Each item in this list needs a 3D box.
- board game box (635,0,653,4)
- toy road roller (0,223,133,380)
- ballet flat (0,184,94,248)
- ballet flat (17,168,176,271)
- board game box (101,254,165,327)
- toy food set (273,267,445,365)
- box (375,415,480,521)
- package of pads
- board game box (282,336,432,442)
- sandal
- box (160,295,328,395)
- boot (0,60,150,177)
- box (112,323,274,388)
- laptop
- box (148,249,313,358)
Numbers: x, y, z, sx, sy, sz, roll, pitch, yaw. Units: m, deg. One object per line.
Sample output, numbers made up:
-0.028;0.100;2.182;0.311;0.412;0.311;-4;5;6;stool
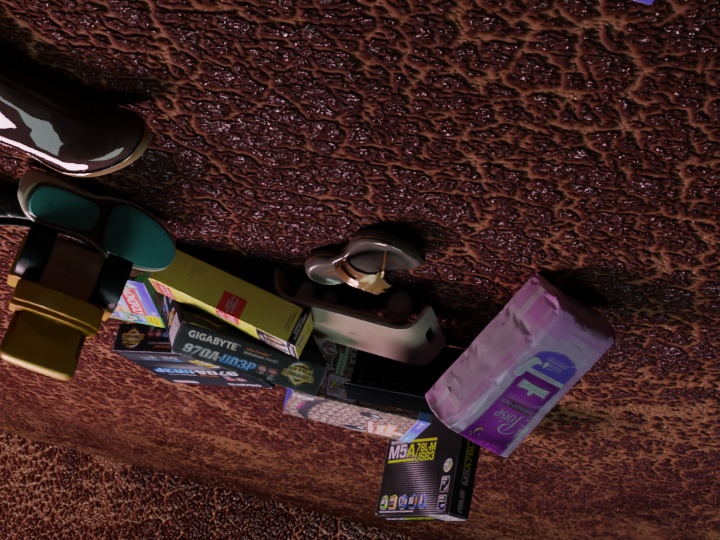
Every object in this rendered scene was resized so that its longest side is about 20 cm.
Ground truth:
0.098;-0.223;0.729;0.198;0.029;0.135;13;160;-2;board game box
-0.341;0.043;1.394;0.122;0.147;0.200;22;168;-13;toy road roller
-0.362;-0.050;1.454;0.199;0.057;0.066;16;162;-13;ballet flat
-0.296;-0.059;1.401;0.199;0.070;0.069;30;154;-37;ballet flat
-0.335;0.023;1.671;0.134;0.029;0.200;11;161;4;board game box
0.000;0.051;1.545;0.199;0.061;0.144;15;163;17;toy food set
0.108;0.287;1.929;0.047;0.195;0.200;20;161;-29;box
0.179;0.107;1.398;0.120;0.200;0.076;29;-161;-38;package of pads
0.000;0.166;1.794;0.199;0.098;0.160;13;161;-4;board game box
0.000;0.000;1.383;0.081;0.055;0.199;24;158;-32;sandal
-0.152;0.084;1.610;0.199;0.046;0.159;19;-166;-19;box
-0.304;-0.150;1.109;0.199;0.073;0.166;8;163;22;boot
-0.248;0.129;1.892;0.199;0.046;0.159;0;158;29;box
0.076;0.125;1.588;0.176;0.201;0.104;11;130;4;laptop
-0.155;0.038;1.519;0.199;0.050;0.075;26;167;6;box
